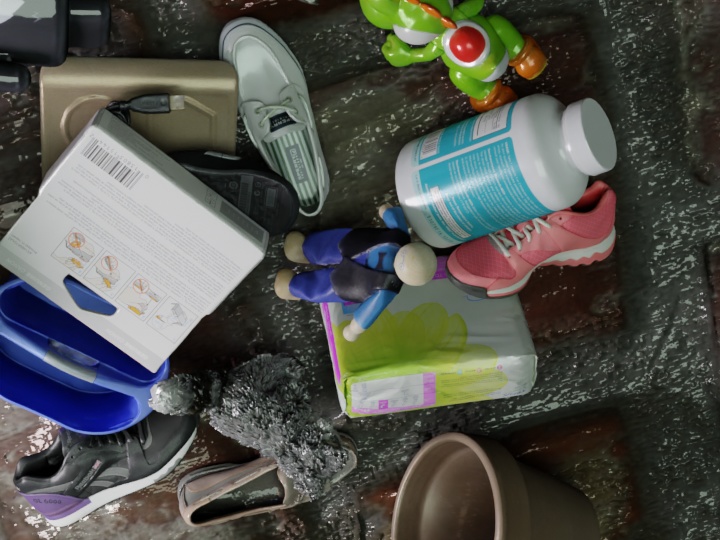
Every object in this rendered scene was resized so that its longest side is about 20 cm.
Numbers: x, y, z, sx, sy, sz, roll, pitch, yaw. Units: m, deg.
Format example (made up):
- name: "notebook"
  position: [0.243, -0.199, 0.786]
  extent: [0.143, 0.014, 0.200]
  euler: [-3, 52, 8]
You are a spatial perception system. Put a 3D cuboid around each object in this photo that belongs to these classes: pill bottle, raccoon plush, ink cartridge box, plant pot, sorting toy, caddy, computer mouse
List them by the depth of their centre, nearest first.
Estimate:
- name: "ink cartridge box"
  position: [-0.215, -0.025, 1.425]
  extent: [0.199, 0.045, 0.176]
  euler: [37, 115, -18]
- name: "computer mouse"
  position: [-0.153, -0.105, 1.428]
  extent: [0.197, 0.046, 0.142]
  euler: [4, 122, 2]
- name: "pill bottle"
  position: [0.139, -0.098, 1.445]
  extent: [0.199, 0.111, 0.111]
  euler: [-18, 118, 33]
- name: "sorting toy"
  position: [-0.212, -0.108, 1.462]
  extent: [0.183, 0.037, 0.202]
  euler: [0, 118, -9]
- name: "caddy"
  position: [-0.283, 0.075, 1.494]
  extent: [0.199, 0.105, 0.142]
  euler: [27, 105, -18]
- name: "raccoon plush"
  position: [-0.107, 0.169, 1.520]
  extent: [0.198, 0.135, 0.097]
  euler: [-11, 146, -33]
- name: "plant pot"
  position: [0.155, 0.281, 1.617]
  extent: [0.173, 0.200, 0.202]
  euler: [12, 111, -31]

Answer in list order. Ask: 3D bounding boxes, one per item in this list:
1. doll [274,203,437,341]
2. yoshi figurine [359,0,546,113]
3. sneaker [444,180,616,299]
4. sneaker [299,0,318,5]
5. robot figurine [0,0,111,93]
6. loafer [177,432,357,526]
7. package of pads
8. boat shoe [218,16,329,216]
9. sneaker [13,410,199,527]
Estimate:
- name: "doll"
  position: [0.000, 0.000, 1.455]
  extent: [0.048, 0.199, 0.138]
  euler: [25, 71, -38]
- name: "yoshi figurine"
  position: [0.075, -0.233, 1.448]
  extent: [0.199, 0.113, 0.111]
  euler: [31, 146, -33]
- name: "sneaker"
  position: [0.169, -0.041, 1.510]
  extent: [0.198, 0.074, 0.087]
  euler: [-20, 140, -24]
- name: "sneaker"
  position: [-0.108, -0.323, 1.389]
  extent: [0.199, 0.077, 0.089]
  euler: [26, 93, -23]
- name: "robot figurine"
  position: [-0.319, -0.245, 1.348]
  extent: [0.198, 0.151, 0.126]
  euler: [3, 125, -10]
- name: "loafer"
  position: [-0.095, 0.228, 1.609]
  extent: [0.198, 0.063, 0.073]
  euler: [-16, 113, -2]
- name: "package of pads"
  position: [0.066, 0.062, 1.513]
  extent: [0.198, 0.155, 0.069]
  euler: [-8, 137, -6]
- name: "boat shoe"
  position: [-0.074, -0.146, 1.458]
  extent: [0.073, 0.067, 0.201]
  euler: [-26, 113, 2]
- name: "sneaker"
  position: [-0.259, 0.183, 1.546]
  extent: [0.199, 0.076, 0.088]
  euler: [-33, 133, 5]
